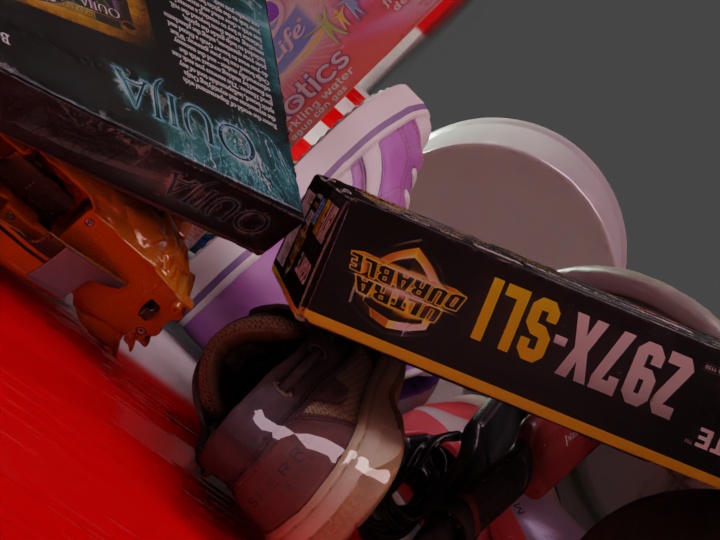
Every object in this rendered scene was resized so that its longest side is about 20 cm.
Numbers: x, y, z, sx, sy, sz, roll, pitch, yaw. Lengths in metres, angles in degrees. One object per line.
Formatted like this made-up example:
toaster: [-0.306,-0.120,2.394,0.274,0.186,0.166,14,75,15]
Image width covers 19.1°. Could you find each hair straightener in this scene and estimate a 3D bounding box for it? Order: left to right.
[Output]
hair straightener: [0.034,0.087,0.859,0.200,0.077,0.041,-40,123,-59]

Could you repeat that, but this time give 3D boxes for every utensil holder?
utensil holder: [0.073,-0.004,1.261,0.170,0.170,0.200,45,8,1]

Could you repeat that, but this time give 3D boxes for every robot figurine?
robot figurine: [-0.134,-0.066,0.759,0.200,0.058,0.145,43,30,-18]

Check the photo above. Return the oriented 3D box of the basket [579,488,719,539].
basket: [0.139,0.181,0.696,0.180,0.136,0.200,53,10,-8]

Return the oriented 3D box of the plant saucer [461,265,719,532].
plant saucer: [0.131,0.090,0.954,0.050,0.200,0.200,-20,58,-41]

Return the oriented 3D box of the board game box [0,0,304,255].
board game box: [-0.107,-0.097,0.739,0.200,0.028,0.135,26,40,-39]

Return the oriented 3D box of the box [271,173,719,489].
box: [0.071,0.025,0.778,0.200,0.049,0.160,22,1,-7]

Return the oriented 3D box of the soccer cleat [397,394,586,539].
soccer cleat: [0.079,0.137,0.928,0.073,0.068,0.200,-6,51,-53]

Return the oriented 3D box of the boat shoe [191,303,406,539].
boat shoe: [-0.027,0.043,0.773,0.065,0.072,0.200,44,9,-12]

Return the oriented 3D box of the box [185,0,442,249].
box: [-0.063,-0.117,0.975,0.095,0.200,0.103,40,9,-50]

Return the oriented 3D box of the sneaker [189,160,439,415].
sneaker: [-0.038,0.003,1.030,0.105,0.076,0.200,20,17,-34]

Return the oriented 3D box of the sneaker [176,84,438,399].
sneaker: [0.000,0.000,0.958,0.114,0.073,0.200,44,43,-2]
